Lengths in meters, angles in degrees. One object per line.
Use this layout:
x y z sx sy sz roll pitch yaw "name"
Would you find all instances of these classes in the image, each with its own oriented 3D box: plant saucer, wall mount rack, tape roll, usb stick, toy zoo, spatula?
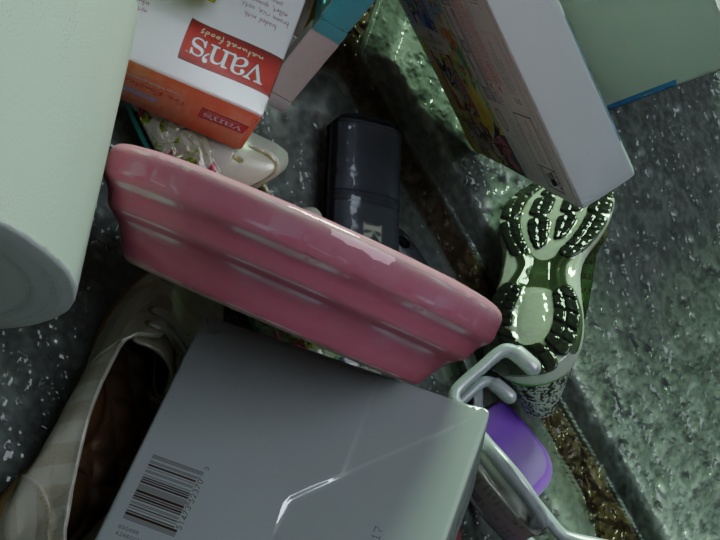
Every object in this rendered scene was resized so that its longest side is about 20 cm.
-0.033 0.002 0.632 0.200 0.200 0.051 26 86 -32 "plant saucer"
0.117 0.130 0.769 0.074 0.200 0.174 -38 80 -9 "wall mount rack"
-0.206 -0.071 0.568 0.202 0.202 0.140 23 65 -33 "tape roll"
0.000 0.000 0.826 0.055 0.033 0.201 14 71 -37 "usb stick"
-0.011 -0.178 0.760 0.020 0.200 0.132 25 45 -22 "toy zoo"
0.068 0.060 0.873 0.056 0.021 0.201 -35 100 -45 "spatula"

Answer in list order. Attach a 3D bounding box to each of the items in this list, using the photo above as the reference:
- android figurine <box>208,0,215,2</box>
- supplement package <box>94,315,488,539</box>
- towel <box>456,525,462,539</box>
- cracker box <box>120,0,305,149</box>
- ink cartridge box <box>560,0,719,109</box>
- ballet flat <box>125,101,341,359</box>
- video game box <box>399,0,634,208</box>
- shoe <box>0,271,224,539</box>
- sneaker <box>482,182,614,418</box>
-0.085 -0.229 0.684 0.199 0.041 0.183 17 71 -12 "android figurine"
-0.044 0.152 0.658 0.155 0.111 0.200 18 60 10 "supplement package"
-0.004 0.225 0.773 0.146 0.030 0.201 18 65 -35 "towel"
-0.088 -0.184 0.724 0.134 0.058 0.201 22 71 -12 "cracker box"
0.262 -0.232 1.035 0.200 0.128 0.126 -36 102 -40 "ink cartridge box"
-0.057 -0.033 0.761 0.200 0.064 0.076 60 23 -10 "ballet flat"
0.075 -0.149 0.816 0.047 0.182 0.200 -32 112 -8 "video game box"
-0.117 0.072 0.697 0.070 0.053 0.200 44 53 -23 "shoe"
0.128 0.016 0.919 0.089 0.077 0.200 77 28 -46 "sneaker"
